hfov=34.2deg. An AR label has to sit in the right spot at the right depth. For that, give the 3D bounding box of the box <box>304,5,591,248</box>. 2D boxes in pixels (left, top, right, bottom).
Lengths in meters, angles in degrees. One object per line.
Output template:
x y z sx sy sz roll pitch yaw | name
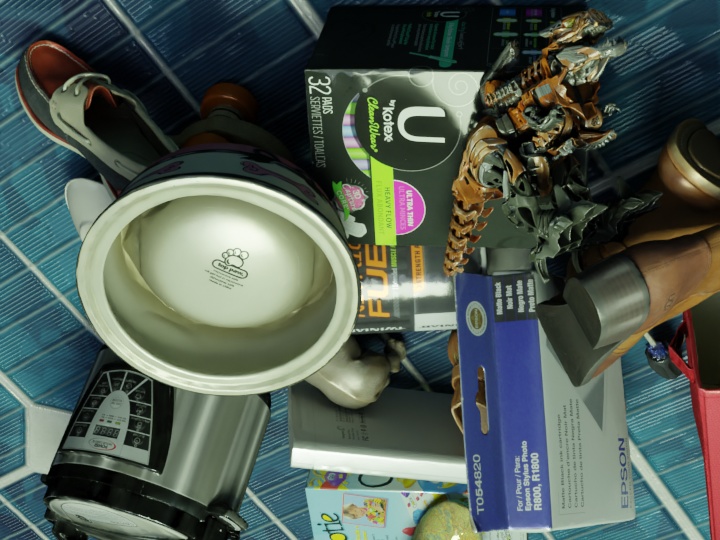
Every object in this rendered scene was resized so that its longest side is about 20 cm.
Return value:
0.070 -0.109 0.875 0.200 0.124 0.149 2 124 8 | box

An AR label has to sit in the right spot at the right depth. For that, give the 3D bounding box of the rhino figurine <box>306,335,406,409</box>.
-0.057 0.052 1.030 0.200 0.087 0.060 33 121 -4 | rhino figurine

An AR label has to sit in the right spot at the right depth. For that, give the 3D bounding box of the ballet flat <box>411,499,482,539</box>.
0.059 0.292 1.062 0.071 0.071 0.200 17 128 -2 | ballet flat

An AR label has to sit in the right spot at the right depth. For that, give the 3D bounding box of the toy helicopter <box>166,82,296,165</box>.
-0.133 -0.060 0.990 0.200 0.079 0.132 -25 127 36 | toy helicopter

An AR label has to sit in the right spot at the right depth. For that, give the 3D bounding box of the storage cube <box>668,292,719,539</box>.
0.357 0.100 0.945 0.200 0.171 0.180 -7 125 14 | storage cube

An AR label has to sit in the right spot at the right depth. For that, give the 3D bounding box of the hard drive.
0.037 0.142 1.032 0.200 0.132 0.027 6 110 -7 | hard drive

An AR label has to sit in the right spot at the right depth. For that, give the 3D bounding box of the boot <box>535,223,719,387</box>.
0.227 0.001 0.806 0.200 0.069 0.188 -23 158 -8 | boot

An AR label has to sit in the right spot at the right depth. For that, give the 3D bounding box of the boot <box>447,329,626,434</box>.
0.149 0.119 1.002 0.200 0.155 0.074 35 123 -15 | boot

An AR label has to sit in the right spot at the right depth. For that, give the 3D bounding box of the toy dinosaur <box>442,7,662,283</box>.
0.117 -0.071 0.770 0.136 0.102 0.200 51 150 23 | toy dinosaur

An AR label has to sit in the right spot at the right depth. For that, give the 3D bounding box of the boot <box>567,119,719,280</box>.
0.212 -0.031 0.860 0.155 0.200 0.074 -38 73 21 | boot

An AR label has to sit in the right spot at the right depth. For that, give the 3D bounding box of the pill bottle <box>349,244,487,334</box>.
0.000 0.000 0.958 0.200 0.106 0.106 -4 124 1 | pill bottle

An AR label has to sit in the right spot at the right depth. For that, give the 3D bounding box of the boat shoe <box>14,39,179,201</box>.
-0.199 -0.116 0.904 0.200 0.071 0.063 48 148 20 | boat shoe

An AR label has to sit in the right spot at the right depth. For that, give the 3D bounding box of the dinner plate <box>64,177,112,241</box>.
-0.181 0.003 0.989 0.200 0.024 0.200 34 154 19 | dinner plate

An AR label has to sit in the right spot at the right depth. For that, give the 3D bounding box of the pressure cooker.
-0.182 0.176 1.045 0.179 0.200 0.176 25 155 -15 | pressure cooker

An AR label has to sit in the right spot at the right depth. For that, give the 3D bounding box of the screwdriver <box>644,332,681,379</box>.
0.236 0.059 0.960 0.028 0.029 0.200 7 168 28 | screwdriver

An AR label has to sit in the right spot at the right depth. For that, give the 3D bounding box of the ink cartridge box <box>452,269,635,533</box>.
0.149 0.102 0.918 0.041 0.200 0.200 -11 168 38 | ink cartridge box

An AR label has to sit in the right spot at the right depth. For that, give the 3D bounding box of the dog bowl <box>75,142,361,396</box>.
-0.098 -0.005 0.845 0.200 0.074 0.200 1 128 2 | dog bowl

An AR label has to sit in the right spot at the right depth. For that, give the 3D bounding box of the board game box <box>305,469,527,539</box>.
0.059 0.209 1.112 0.200 0.103 0.105 0 126 9 | board game box
